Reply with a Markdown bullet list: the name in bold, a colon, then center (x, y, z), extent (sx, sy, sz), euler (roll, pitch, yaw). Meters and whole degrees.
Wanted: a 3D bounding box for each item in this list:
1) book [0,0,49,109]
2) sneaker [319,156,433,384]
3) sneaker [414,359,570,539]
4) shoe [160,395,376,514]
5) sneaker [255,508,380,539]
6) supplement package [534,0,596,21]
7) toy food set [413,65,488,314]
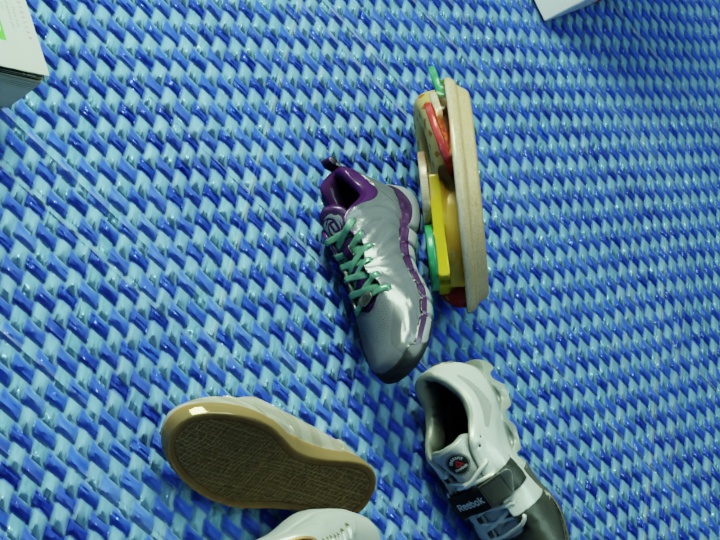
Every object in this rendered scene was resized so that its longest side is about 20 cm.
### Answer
- **book**: center (-0.303, -0.187, 1.511), extent (0.200, 0.048, 0.134), euler (9, 57, -52)
- **sneaker**: center (0.000, 0.000, 1.812), extent (0.087, 0.074, 0.200), euler (30, 34, -29)
- **sneaker**: center (0.093, 0.164, 1.824), extent (0.088, 0.074, 0.200), euler (4, 56, -55)
- **shoe**: center (-0.071, 0.128, 1.624), extent (0.200, 0.070, 0.053), euler (26, 11, -46)
- **sneaker**: center (-0.032, 0.206, 1.581), extent (0.200, 0.085, 0.073), euler (-9, 97, -54)
- **supplement package**: center (0.245, -0.339, 2.347), extent (0.200, 0.121, 0.120), euler (-27, 91, -58)
- **toy food set**: center (0.072, -0.064, 1.906), extent (0.198, 0.049, 0.200), euler (75, 10, -80)
